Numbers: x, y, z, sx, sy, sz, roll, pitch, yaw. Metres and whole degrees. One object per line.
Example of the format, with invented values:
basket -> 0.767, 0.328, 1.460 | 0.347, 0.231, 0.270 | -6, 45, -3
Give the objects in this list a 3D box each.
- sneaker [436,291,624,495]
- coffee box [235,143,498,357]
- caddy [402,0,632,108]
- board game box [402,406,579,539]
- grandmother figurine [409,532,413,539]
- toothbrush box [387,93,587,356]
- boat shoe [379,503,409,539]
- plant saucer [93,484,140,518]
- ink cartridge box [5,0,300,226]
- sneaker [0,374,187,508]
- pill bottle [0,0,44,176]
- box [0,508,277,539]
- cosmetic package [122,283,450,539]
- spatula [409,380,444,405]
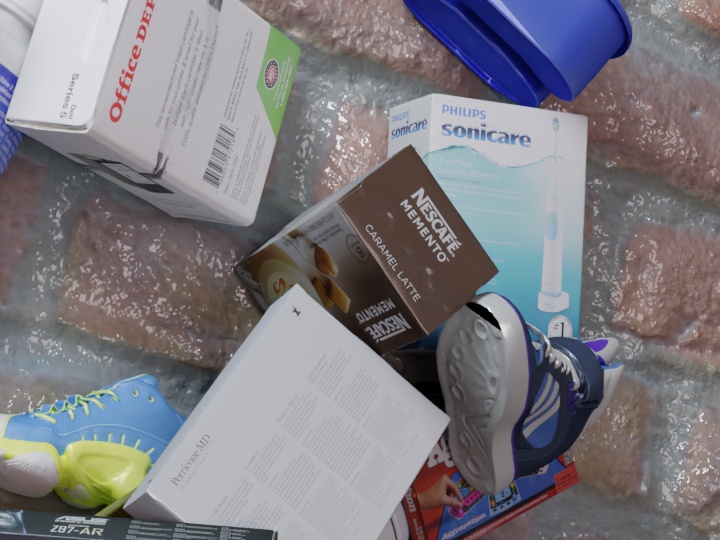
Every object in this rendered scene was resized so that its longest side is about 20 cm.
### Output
sneaker -> 0.135, 0.065, 1.292 | 0.146, 0.080, 0.201 | -32, 141, -27
coffee box -> 0.000, 0.000, 1.270 | 0.080, 0.200, 0.115 | -38, 96, -27
caddy -> 0.126, -0.223, 1.385 | 0.200, 0.141, 0.105 | 41, 77, -17
board game box -> 0.100, 0.149, 1.371 | 0.199, 0.019, 0.104 | -19, 94, -48
grandmother figurine -> -0.003, 0.289, 1.338 | 0.121, 0.060, 0.201 | 39, 67, -44
toothbrush box -> 0.098, -0.030, 1.387 | 0.145, 0.085, 0.202 | 5, 85, -24
boat shoe -> -0.024, 0.137, 1.281 | 0.201, 0.073, 0.067 | 61, 36, -8
plant saucer -> -0.138, 0.261, 1.227 | 0.199, 0.048, 0.201 | -33, 85, 14
ink cartridge box -> -0.142, -0.134, 1.237 | 0.200, 0.083, 0.147 | 31, 71, -55
sneaker -> -0.204, 0.116, 1.257 | 0.199, 0.076, 0.106 | 26, 64, -28
pill bottle -> -0.287, -0.114, 1.206 | 0.112, 0.112, 0.201 | 34, 73, -18
box -> -0.157, 0.241, 1.107 | 0.198, 0.044, 0.162 | 4, 101, -1
cosmetic package -> -0.047, 0.132, 1.194 | 0.151, 0.052, 0.200 | 43, 54, -9
spatula -> 0.034, 0.092, 1.384 | 0.199, 0.021, 0.057 | 9, 62, -27
